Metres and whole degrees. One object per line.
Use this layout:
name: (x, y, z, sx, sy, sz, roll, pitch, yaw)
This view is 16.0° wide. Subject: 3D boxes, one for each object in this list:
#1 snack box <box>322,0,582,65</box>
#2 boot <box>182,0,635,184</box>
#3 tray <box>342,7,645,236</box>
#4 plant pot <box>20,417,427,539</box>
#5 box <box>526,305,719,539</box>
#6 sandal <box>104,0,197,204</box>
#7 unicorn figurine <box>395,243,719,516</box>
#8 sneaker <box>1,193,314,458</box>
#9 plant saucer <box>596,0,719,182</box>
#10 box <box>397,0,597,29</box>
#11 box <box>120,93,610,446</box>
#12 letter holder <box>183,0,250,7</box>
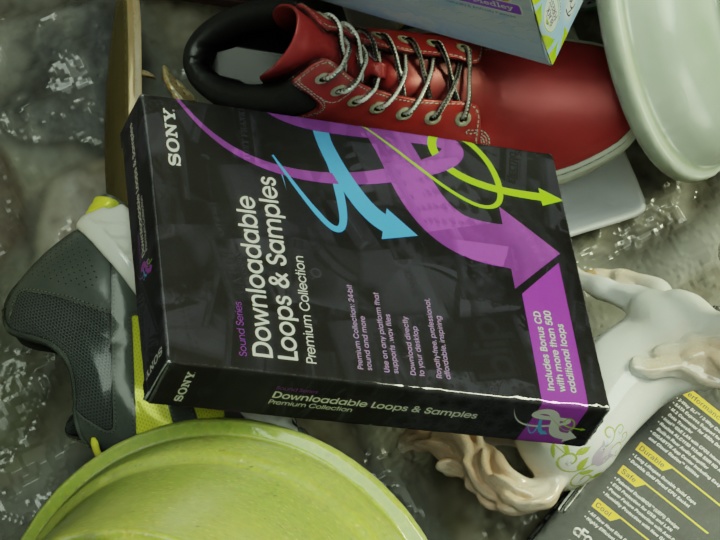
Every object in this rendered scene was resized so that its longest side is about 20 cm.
snack box: (0.043, -0.206, 1.115, 0.168, 0.068, 0.201, 17, 70, 22)
boot: (0.027, -0.084, 1.153, 0.199, 0.144, 0.073, -3, 75, 10)
tray: (0.055, -0.100, 1.255, 0.107, 0.022, 0.201, -17, 75, -12)
plant pot: (-0.069, 0.157, 0.976, 0.199, 0.184, 0.202, 0, 87, 8)
box: (0.191, 0.140, 1.179, 0.200, 0.049, 0.160, 38, 68, 6)
sandal: (-0.081, -0.023, 1.188, 0.069, 0.078, 0.213, 3, 79, -13)
unicorn figurine: (0.119, 0.035, 1.160, 0.200, 0.074, 0.137, -53, 46, 1)
sneaker: (-0.078, 0.066, 1.110, 0.084, 0.074, 0.200, -37, 79, -2)
plant saucer: (0.168, -0.142, 1.195, 0.050, 0.200, 0.201, -1, 68, 29)
box: (0.064, -0.178, 1.226, 0.199, 0.048, 0.118, -8, 68, -38)
box: (0.000, 0.000, 1.096, 0.199, 0.036, 0.144, 6, 51, -20)
letter holder: (-0.068, -0.246, 1.214, 0.100, 0.142, 0.201, 9, 70, 9)
